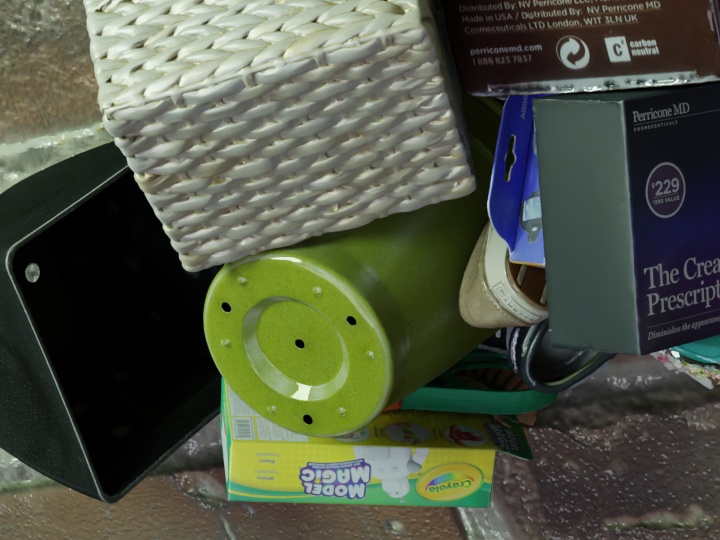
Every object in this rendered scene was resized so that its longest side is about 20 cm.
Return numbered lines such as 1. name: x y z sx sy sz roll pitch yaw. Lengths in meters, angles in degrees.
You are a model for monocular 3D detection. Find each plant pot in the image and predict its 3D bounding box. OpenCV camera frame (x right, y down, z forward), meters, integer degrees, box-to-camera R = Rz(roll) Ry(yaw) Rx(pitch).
1. plant pot: -0.208 0.026 1.662 0.176 0.199 0.201 2 121 42
2. plant pot: 0.000 0.000 1.449 0.199 0.193 0.202 14 124 21

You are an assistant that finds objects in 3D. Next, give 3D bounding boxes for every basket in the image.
1. basket: -0.043 -0.128 1.309 0.198 0.162 0.199 -15 150 5

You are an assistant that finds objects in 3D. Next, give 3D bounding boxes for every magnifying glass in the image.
1. magnifying glass: 0.041 0.079 1.518 0.080 0.198 0.023 38 127 55

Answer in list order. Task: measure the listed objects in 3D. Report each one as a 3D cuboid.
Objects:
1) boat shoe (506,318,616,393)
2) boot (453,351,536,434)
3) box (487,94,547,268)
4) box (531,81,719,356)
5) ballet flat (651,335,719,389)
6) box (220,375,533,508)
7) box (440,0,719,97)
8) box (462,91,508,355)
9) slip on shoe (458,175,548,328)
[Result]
1. boat shoe: 0.172 -0.001 1.444 0.075 0.060 0.200 36 100 -12
2. boot: 0.025 0.072 1.627 0.198 0.107 0.076 12 103 -6
3. box: 0.166 -0.052 1.364 0.041 0.199 0.120 7 89 55
4. box: 0.197 -0.041 1.307 0.079 0.199 0.143 2 102 51
5. ballet flat: 0.250 0.056 1.485 0.199 0.076 0.064 19 144 23
6. box: 0.009 0.109 1.521 0.198 0.118 0.049 1 112 -6
7. box: 0.147 -0.215 1.284 0.165 0.200 0.165 -1 118 31
8. box: 0.063 -0.047 1.540 0.158 0.049 0.201 12 124 20
9. slip on shoe: 0.118 -0.042 1.417 0.076 0.201 0.060 37 143 -17
